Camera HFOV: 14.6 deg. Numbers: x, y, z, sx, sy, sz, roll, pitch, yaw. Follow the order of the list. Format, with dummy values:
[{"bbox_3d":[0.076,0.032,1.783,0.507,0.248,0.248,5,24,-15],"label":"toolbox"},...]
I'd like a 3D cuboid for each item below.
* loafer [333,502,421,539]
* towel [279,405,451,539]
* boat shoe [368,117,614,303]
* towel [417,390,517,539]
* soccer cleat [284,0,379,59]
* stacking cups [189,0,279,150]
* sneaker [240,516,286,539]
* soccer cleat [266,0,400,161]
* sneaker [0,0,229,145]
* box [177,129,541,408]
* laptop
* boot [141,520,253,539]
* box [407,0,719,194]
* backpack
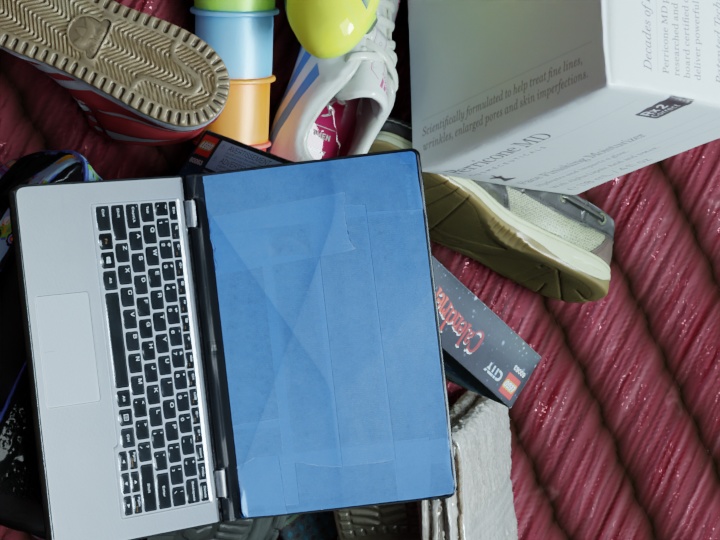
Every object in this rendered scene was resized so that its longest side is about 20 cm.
[{"bbox_3d":[0.020,0.174,1.738,0.075,0.068,0.201,4,128,6],"label":"loafer"},{"bbox_3d":[-0.027,0.060,1.740,0.146,0.022,0.201,-35,116,-22],"label":"towel"},{"bbox_3d":[0.078,-0.047,1.765,0.199,0.073,0.065,32,59,-29],"label":"boat shoe"},{"bbox_3d":[0.069,0.147,1.731,0.034,0.200,0.134,-1,99,13],"label":"towel"},{"bbox_3d":[-0.022,-0.219,1.635,0.084,0.064,0.201,45,44,-55],"label":"soccer cleat"},{"bbox_3d":[-0.074,-0.133,1.655,0.060,0.060,0.202,-5,100,-31],"label":"stacking cups"},{"bbox_3d":[-0.091,0.149,1.678,0.090,0.076,0.202,8,97,-10],"label":"sneaker"},{"bbox_3d":[-0.001,-0.135,1.683,0.070,0.086,0.201,14,87,-33],"label":"soccer cleat"},{"bbox_3d":[-0.166,-0.135,1.604,0.199,0.112,0.071,33,81,-1],"label":"sneaker"},{"bbox_3d":[0.000,0.000,1.630,0.200,0.136,0.038,42,76,-43],"label":"box"},{"bbox_3d":[-0.064,0.039,1.463,0.199,0.115,0.189,-6,88,-50],"label":"laptop"},{"bbox_3d":[-0.103,0.059,1.634,0.077,0.138,0.201,3,116,-31],"label":"boot"},{"bbox_3d":[0.132,-0.167,1.667,0.130,0.199,0.202,8,74,-32],"label":"box"},{"bbox_3d":[-0.173,0.041,1.552,0.134,0.182,0.201,26,79,-26],"label":"backpack"}]
